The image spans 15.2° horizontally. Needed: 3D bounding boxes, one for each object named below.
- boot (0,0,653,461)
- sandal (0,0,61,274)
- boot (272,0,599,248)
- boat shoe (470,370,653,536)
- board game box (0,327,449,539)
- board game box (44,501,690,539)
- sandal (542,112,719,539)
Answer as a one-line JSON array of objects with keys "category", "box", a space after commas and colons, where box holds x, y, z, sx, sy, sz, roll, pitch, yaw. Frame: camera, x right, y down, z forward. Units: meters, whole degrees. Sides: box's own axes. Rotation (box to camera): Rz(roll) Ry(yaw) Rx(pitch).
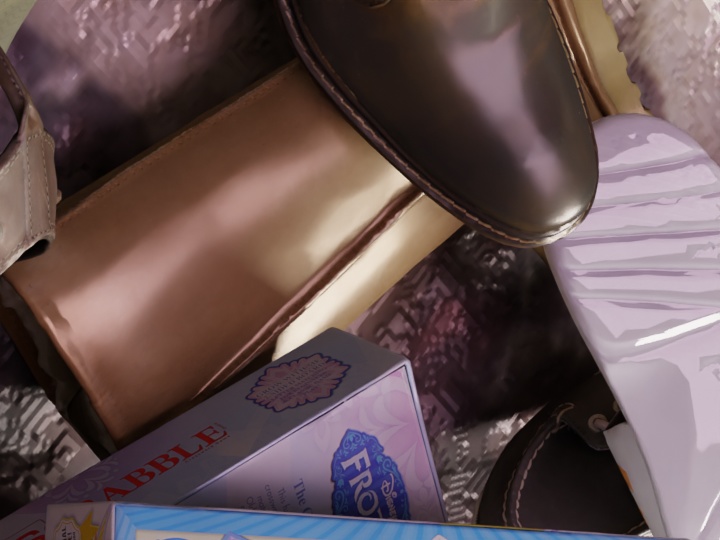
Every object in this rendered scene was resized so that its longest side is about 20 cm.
[{"category": "boot", "box": [0.000, 0.000, 0.815, 0.200, 0.066, 0.176, -41, 125, -18]}, {"category": "sandal", "box": [-0.106, -0.009, 0.678, 0.202, 0.057, 0.080, -65, 172, 27]}, {"category": "boot", "box": [0.018, -0.091, 0.713, 0.075, 0.097, 0.201, -35, 104, -15]}, {"category": "boat shoe", "box": [0.115, 0.045, 0.920, 0.199, 0.067, 0.057, -29, 158, -37]}, {"category": "board game box", "box": [-0.050, 0.149, 0.759, 0.199, 0.041, 0.201, -29, 119, -27]}, {"category": "board game box", "box": [0.006, 0.134, 0.722, 0.199, 0.034, 0.136, 8, 79, -37]}, {"category": "sandal", "box": [0.109, 0.031, 0.843, 0.079, 0.059, 0.207, -29, 116, -5]}]
